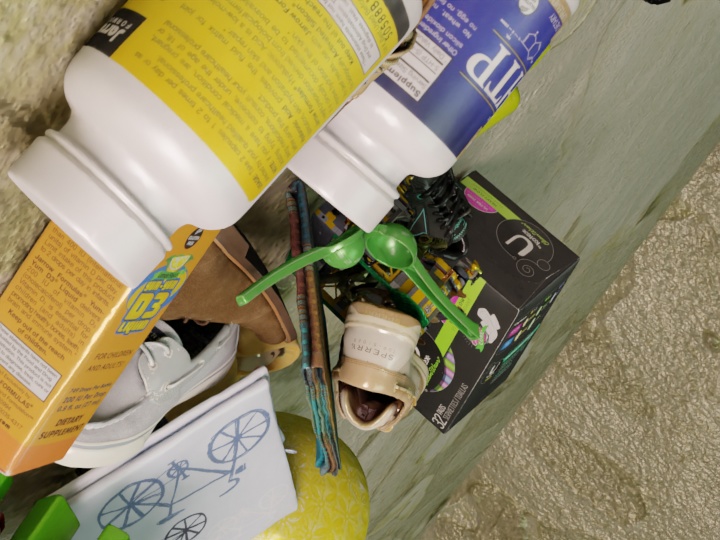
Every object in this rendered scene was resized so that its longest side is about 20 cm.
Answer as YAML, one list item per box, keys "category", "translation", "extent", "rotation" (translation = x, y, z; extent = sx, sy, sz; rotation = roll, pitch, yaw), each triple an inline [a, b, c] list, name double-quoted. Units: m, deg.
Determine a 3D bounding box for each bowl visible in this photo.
- category: "bowl"
  translation: [-0.103, 0.197, 1.142]
  extent: [0.200, 0.200, 0.108]
  rotation: [-48, 141, -8]

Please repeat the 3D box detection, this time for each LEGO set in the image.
- category: "LEGO set"
  translation: [0.030, -0.023, 1.037]
  extent: [0.116, 0.154, 0.200]
  rotation: [-45, 167, -19]

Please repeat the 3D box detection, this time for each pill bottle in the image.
- category: "pill bottle"
  translation: [-0.072, -0.091, 0.650]
  extent: [0.200, 0.111, 0.111]
  rotation: [-49, 165, -10]
- category: "pill bottle"
  translation: [0.034, -0.130, 0.851]
  extent: [0.200, 0.119, 0.120]
  rotation: [-51, 165, 3]

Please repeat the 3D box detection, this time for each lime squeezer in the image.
- category: "lime squeezer"
  translation: [0.000, 0.000, 0.894]
  extent: [0.199, 0.038, 0.071]
  rotation: [10, 88, -38]

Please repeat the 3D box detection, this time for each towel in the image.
- category: "towel"
  translation: [-0.035, 0.047, 0.970]
  extent: [0.021, 0.148, 0.200]
  rotation: [-7, 152, -1]

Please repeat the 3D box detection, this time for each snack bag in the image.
- category: "snack bag"
  translation: [-0.131, 0.173, 0.990]
  extent: [0.188, 0.021, 0.201]
  rotation: [-32, 146, -16]

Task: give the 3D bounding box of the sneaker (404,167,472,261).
- category: "sneaker"
  translation: [0.064, -0.071, 1.153]
  extent: [0.075, 0.079, 0.200]
  rotation: [-46, 162, -12]

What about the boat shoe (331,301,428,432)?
- category: "boat shoe"
  translation: [0.008, 0.084, 1.001]
  extent: [0.200, 0.073, 0.070]
  rotation: [76, 31, -69]

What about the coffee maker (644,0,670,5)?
- category: "coffee maker"
  translation: [0.245, -0.323, 1.042]
  extent: [0.201, 0.134, 0.192]
  rotation: [-53, -172, 11]

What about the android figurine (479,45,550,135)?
- category: "android figurine"
  translation: [0.097, -0.179, 1.020]
  extent: [0.200, 0.041, 0.183]
  rotation: [-37, 150, -24]

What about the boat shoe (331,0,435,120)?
- category: "boat shoe"
  translation: [-0.005, -0.144, 0.751]
  extent: [0.075, 0.074, 0.201]
  rotation: [33, 90, -39]

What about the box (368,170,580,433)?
- category: "box"
  translation: [0.100, 0.033, 1.359]
  extent: [0.124, 0.148, 0.201]
  rotation: [-35, 158, -42]

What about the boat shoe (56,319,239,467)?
- category: "boat shoe"
  translation: [-0.145, 0.061, 0.898]
  extent: [0.201, 0.070, 0.072]
  rotation: [-36, 149, -57]

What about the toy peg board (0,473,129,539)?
- category: "toy peg board"
  translation: [-0.206, 0.229, 0.879]
  extent: [0.098, 0.199, 0.200]
  rotation: [-57, 172, -37]

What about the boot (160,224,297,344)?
- category: "boot"
  translation: [-0.099, 0.006, 0.878]
  extent: [0.075, 0.074, 0.200]
  rotation: [-38, 150, -2]

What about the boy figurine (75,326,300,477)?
- category: "boy figurine"
  translation: [-0.129, 0.101, 1.027]
  extent: [0.200, 0.064, 0.125]
  rotation: [-40, 159, -24]

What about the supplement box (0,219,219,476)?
- category: "supplement box"
  translation: [-0.152, 0.016, 0.754]
  extent: [0.201, 0.069, 0.066]
  rotation: [-56, 166, 11]
